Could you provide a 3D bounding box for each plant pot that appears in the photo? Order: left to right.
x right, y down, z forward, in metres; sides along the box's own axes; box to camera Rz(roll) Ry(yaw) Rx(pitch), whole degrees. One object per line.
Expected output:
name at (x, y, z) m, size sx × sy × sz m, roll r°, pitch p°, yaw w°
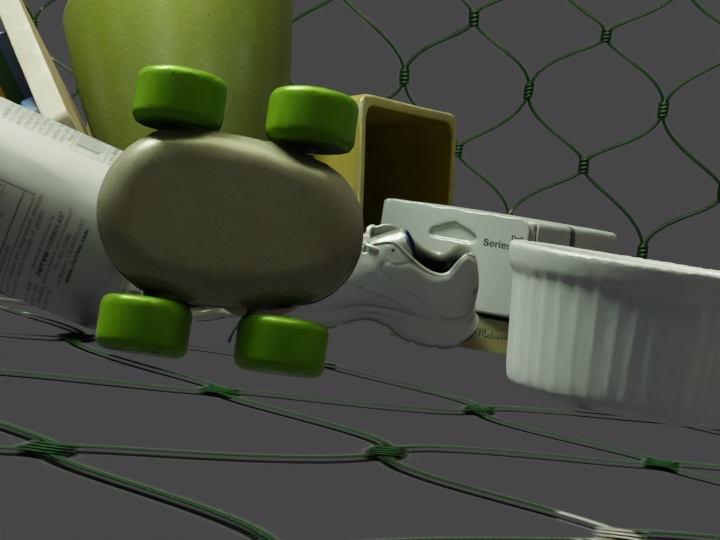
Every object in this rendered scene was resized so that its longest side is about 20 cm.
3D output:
plant pot at (-0.135, -0.115, 1.375) m, size 0.185 × 0.202 × 0.188 m, roll -6°, pitch -26°, yaw -3°
plant pot at (-0.040, -0.061, 1.685) m, size 0.198 × 0.198 × 0.194 m, roll 3°, pitch 0°, yaw 29°

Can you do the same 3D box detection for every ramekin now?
ramekin at (0.190, 0.042, 1.169) m, size 0.199 × 0.099 × 0.200 m, roll 9°, pitch 3°, yaw 0°

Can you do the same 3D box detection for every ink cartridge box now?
ink cartridge box at (0.117, -0.007, 1.511) m, size 0.146 × 0.084 × 0.200 m, roll 10°, pitch 2°, yaw 28°

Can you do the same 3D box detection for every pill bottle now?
pill bottle at (-0.236, -0.051, 1.125) m, size 0.199 × 0.115 × 0.114 m, roll 24°, pitch 1°, yaw -6°

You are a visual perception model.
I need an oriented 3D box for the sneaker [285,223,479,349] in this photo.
sneaker at (0.000, 0.000, 1.381) m, size 0.198 × 0.088 × 0.075 m, roll 6°, pitch 32°, yaw -5°

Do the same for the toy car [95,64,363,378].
toy car at (-0.080, -0.020, 1.097) m, size 0.156 × 0.166 × 0.200 m, roll 9°, pitch -7°, yaw -3°

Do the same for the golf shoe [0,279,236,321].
golf shoe at (-0.170, -0.003, 1.245) m, size 0.198 × 0.078 × 0.088 m, roll 4°, pitch 16°, yaw -30°

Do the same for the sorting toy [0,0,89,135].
sorting toy at (-0.243, -0.093, 1.345) m, size 0.069 × 0.200 × 0.201 m, roll -25°, pitch 47°, yaw -5°

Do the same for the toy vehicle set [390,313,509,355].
toy vehicle set at (0.134, 0.054, 1.471) m, size 0.198 × 0.027 × 0.124 m, roll 9°, pitch 3°, yaw 13°

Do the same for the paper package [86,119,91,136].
paper package at (-0.159, -0.081, 1.602) m, size 0.199 × 0.193 × 0.103 m, roll 10°, pitch 7°, yaw 44°
